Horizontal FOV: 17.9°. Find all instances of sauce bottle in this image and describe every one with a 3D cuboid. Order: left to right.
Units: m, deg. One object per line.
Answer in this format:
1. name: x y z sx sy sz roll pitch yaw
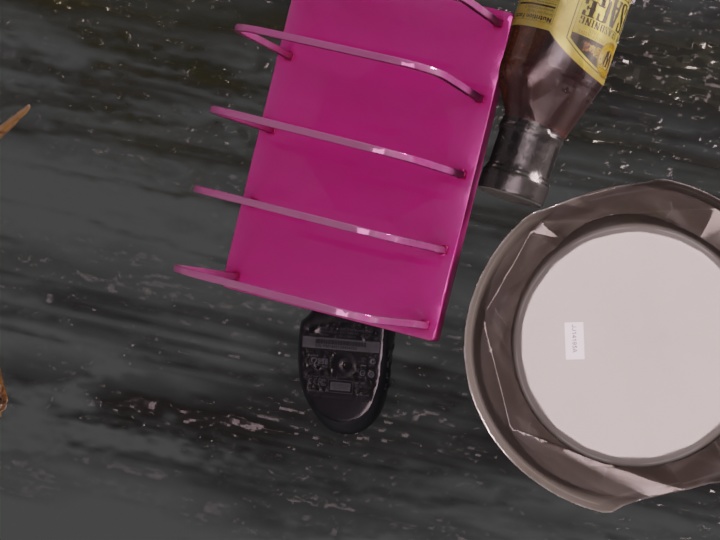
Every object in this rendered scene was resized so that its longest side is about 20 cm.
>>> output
1. sauce bottle: 0.119 -0.136 1.338 0.066 0.066 0.200 17 89 6

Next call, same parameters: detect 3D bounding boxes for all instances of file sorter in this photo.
1. file sorter: -0.012 -0.074 1.324 0.139 0.125 0.200 14 91 18

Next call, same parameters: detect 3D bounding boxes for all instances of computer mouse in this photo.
1. computer mouse: 0.000 0.000 1.399 0.059 0.034 0.200 7 90 18

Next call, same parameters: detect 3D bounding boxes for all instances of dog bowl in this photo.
1. dog bowl: 0.163 0.043 1.362 0.200 0.059 0.200 1 94 8

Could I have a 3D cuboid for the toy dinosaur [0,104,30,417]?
1. toy dinosaur: -0.258 -0.003 1.427 0.106 0.060 0.200 -4 100 -16
